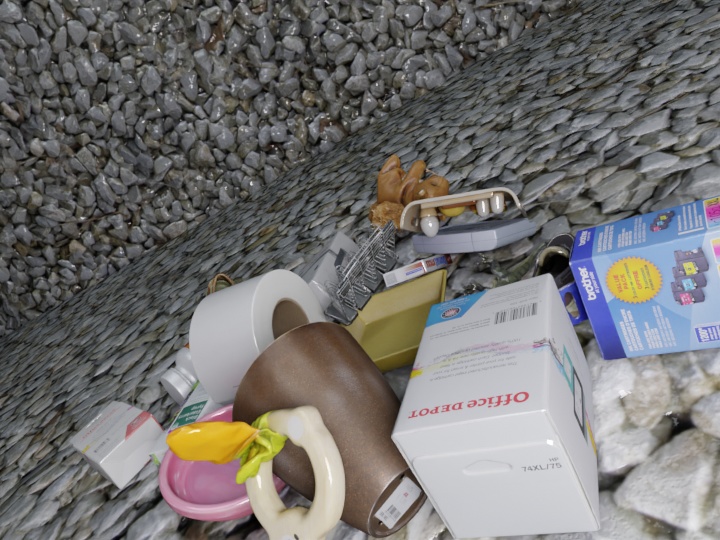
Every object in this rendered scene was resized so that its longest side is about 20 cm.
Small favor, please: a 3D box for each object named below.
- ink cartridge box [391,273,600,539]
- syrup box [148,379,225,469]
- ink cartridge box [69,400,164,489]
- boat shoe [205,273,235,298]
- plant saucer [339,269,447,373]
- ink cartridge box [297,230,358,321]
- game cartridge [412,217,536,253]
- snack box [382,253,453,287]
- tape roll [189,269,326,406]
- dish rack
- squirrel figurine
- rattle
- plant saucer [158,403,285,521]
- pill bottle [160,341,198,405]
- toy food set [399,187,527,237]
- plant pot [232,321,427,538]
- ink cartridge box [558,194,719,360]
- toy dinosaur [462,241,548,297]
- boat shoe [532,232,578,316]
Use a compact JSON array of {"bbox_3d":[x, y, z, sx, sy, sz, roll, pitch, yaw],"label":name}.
[{"bbox_3d":[0.143,0.132,0.580,0.145,0.147,0.201,-17,25,28],"label":"ink cartridge box"},{"bbox_3d":[-0.249,0.245,0.943,0.078,0.082,0.201,-22,22,25],"label":"syrup box"},{"bbox_3d":[-0.453,0.317,1.076,0.198,0.068,0.116,-2,35,49],"label":"ink cartridge box"},{"bbox_3d":[-0.235,0.097,1.053,0.075,0.202,0.074,-19,-22,-25],"label":"boat shoe"},{"bbox_3d":[0.052,0.096,0.916,0.197,0.049,0.201,-22,23,23],"label":"plant saucer"},{"bbox_3d":[-0.077,0.034,1.122,0.145,0.085,0.201,-42,12,30],"label":"ink cartridge box"},{"bbox_3d":[0.192,-0.060,1.026,0.132,0.042,0.198,-22,13,-35],"label":"game cartridge"},{"bbox_3d":[0.102,-0.003,0.981,0.071,0.025,0.199,-22,-3,21],"label":"snack box"},{"bbox_3d":[-0.160,0.114,0.947,0.137,0.205,0.204,-17,25,29],"label":"tape roll"},{"bbox_3d":[0.000,0.000,0.887,0.154,0.054,0.200,-53,-15,-13],"label":"dish rack"},{"bbox_3d":[0.111,-0.148,1.299,0.201,0.142,0.186,-49,35,-8],"label":"squirrel figurine"},{"bbox_3d":[-0.079,0.232,0.520,0.128,0.204,0.143,-13,-13,19],"label":"rattle"},{"bbox_3d":[-0.171,0.262,0.788,0.197,0.052,0.201,-9,26,4],"label":"plant saucer"},{"bbox_3d":[-0.280,0.168,1.110,0.111,0.113,0.200,-3,35,50],"label":"pill bottle"},{"bbox_3d":[0.178,-0.091,0.978,0.196,0.062,0.143,-6,-2,21],"label":"toy food set"},{"bbox_3d":[-0.017,0.190,0.648,0.186,0.189,0.199,-37,45,-18],"label":"plant pot"},{"bbox_3d":[0.314,0.016,0.622,0.198,0.138,0.076,-14,23,36],"label":"ink cartridge box"},{"bbox_3d":[0.211,0.015,0.889,0.087,0.048,0.200,11,44,39],"label":"toy dinosaur"},{"bbox_3d":[0.280,-0.006,0.813,0.071,0.065,0.201,-17,25,34],"label":"boat shoe"}]
